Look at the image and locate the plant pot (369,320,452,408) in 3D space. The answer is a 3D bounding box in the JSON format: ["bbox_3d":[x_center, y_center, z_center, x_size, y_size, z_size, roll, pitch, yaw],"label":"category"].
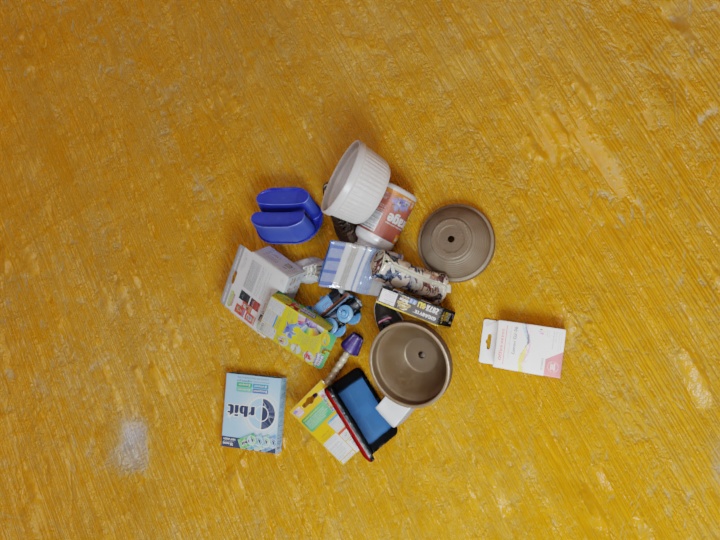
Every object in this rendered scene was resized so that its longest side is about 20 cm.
[{"bbox_3d":[0.127,0.208,1.464,0.199,0.093,0.203,5,103,25],"label":"plant pot"}]

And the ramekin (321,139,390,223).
[{"bbox_3d":[-0.008,-0.214,1.580,0.104,0.200,0.202,25,94,-17],"label":"ramekin"}]

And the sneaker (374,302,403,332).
[{"bbox_3d":[0.078,0.165,1.604,0.070,0.099,0.202,-25,77,16],"label":"sneaker"}]

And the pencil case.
[{"bbox_3d":[0.123,0.016,1.548,0.198,0.089,0.079,21,85,-14],"label":"pencil case"}]

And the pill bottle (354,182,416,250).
[{"bbox_3d":[0.056,-0.122,1.630,0.111,0.112,0.202,28,94,18],"label":"pill bottle"}]

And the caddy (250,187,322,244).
[{"bbox_3d":[-0.203,-0.145,1.721,0.198,0.105,0.143,2,63,18],"label":"caddy"}]

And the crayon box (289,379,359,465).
[{"bbox_3d":[-0.069,0.385,1.625,0.126,0.052,0.200,-44,94,9],"label":"crayon box"}]

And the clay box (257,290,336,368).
[{"bbox_3d":[-0.157,0.154,1.608,0.199,0.048,0.116,31,115,8],"label":"clay box"}]

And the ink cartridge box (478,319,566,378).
[{"bbox_3d":[0.387,0.185,1.519,0.198,0.067,0.118,7,87,18],"label":"ink cartridge box"}]

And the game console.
[{"bbox_3d":[0.009,0.347,1.545,0.118,0.172,0.201,-32,84,-10],"label":"game console"}]

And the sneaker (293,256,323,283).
[{"bbox_3d":[-0.110,-0.002,1.686,0.198,0.087,0.075,-1,87,19],"label":"sneaker"}]

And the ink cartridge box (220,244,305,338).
[{"bbox_3d":[-0.268,0.045,1.700,0.175,0.084,0.201,34,116,18],"label":"ink cartridge box"}]

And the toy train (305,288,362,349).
[{"bbox_3d":[-0.089,0.124,1.670,0.200,0.087,0.115,-41,69,10],"label":"toy train"}]

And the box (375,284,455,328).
[{"bbox_3d":[0.140,0.091,1.538,0.158,0.200,0.050,19,89,17],"label":"box"}]

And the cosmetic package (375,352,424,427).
[{"bbox_3d":[0.134,0.291,1.575,0.074,0.102,0.200,43,97,17],"label":"cosmetic package"}]

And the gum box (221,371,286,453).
[{"bbox_3d":[-0.293,0.389,1.730,0.168,0.045,0.203,2,85,18],"label":"gum box"}]

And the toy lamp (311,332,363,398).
[{"bbox_3d":[-0.059,0.254,1.661,0.058,0.058,0.201,33,95,17],"label":"toy lamp"}]

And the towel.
[{"bbox_3d":[0.000,0.000,1.600,0.198,0.024,0.148,12,126,-13],"label":"towel"}]

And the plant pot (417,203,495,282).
[{"bbox_3d":[0.235,-0.072,1.579,0.199,0.093,0.203,-1,86,18],"label":"plant pot"}]

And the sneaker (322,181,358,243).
[{"bbox_3d":[-0.057,-0.144,1.687,0.070,0.075,0.202,-28,77,13],"label":"sneaker"}]
